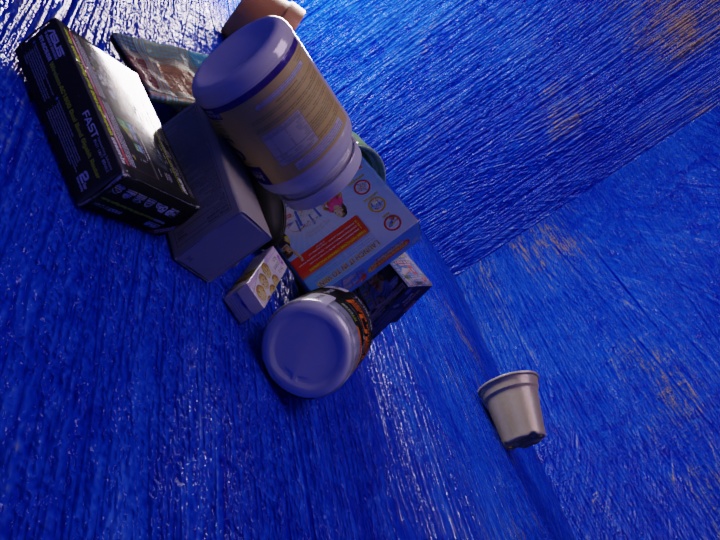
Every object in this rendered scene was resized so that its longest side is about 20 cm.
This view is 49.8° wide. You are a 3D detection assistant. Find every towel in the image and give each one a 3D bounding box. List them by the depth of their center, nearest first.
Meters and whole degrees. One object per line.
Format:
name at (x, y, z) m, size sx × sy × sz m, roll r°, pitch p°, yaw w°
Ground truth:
towel at (-0.251, -0.284, 1.131) m, size 0.198 × 0.022 × 0.148 m, roll -2°, pitch 48°, yaw -49°

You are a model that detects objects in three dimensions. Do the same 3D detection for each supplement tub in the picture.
supplement tub at (-0.098, -0.190, 0.963) m, size 0.201 × 0.144 × 0.147 m, roll 53°, pitch 12°, yaw -34°
supplement tub at (-0.049, 0.088, 1.025) m, size 0.124 × 0.121 × 0.200 m, roll 58°, pitch 11°, yaw 0°

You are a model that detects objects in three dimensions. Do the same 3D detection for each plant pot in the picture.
plant pot at (-0.243, -0.586, 1.866) m, size 0.139 × 0.201 × 0.201 m, roll 36°, pitch 18°, yaw -18°
plant pot at (0.471, 0.431, 2.344) m, size 0.200 × 0.197 × 0.187 m, roll 41°, pitch 31°, yaw -56°

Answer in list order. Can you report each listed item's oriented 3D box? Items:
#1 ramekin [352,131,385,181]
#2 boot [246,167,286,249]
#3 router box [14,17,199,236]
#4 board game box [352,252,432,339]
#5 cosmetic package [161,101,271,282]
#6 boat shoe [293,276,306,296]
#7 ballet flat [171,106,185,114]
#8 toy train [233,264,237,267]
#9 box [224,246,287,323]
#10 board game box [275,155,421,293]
ramekin at (-0.053, -0.198, 1.613) m, size 0.200 × 0.199 × 0.098 m, roll 46°, pitch 8°, yaw -47°
boot at (-0.150, -0.143, 1.110) m, size 0.163 × 0.071 × 0.204 m, roll 93°, pitch -7°, yaw -80°
router box at (-0.268, -0.147, 0.832) m, size 0.203 × 0.061 × 0.150 m, roll 62°, pitch 10°, yaw 17°
board game box at (0.000, 0.000, 1.280) m, size 0.061 × 0.200 × 0.203 m, roll -2°, pitch 56°, yaw -42°
cosmetic package at (-0.191, -0.102, 0.953) m, size 0.073 × 0.102 × 0.203 m, roll 42°, pitch 20°, yaw -55°
boat shoe at (-0.073, 0.032, 1.241) m, size 0.062 × 0.074 × 0.205 m, roll 11°, pitch 48°, yaw -34°
ballet flat at (-0.272, -0.283, 1.208) m, size 0.070 × 0.069 × 0.202 m, roll 30°, pitch 23°, yaw -30°
toy train at (-0.184, -0.070, 1.044) m, size 0.034 × 0.045 × 0.202 m, roll 48°, pitch 15°, yaw -38°
box at (-0.138, 0.015, 1.043) m, size 0.042 × 0.038 × 0.200 m, roll 57°, pitch 11°, yaw -10°
board game box at (-0.040, -0.072, 1.203) m, size 0.197 × 0.198 × 0.056 m, roll 51°, pitch -10°, yaw 27°
